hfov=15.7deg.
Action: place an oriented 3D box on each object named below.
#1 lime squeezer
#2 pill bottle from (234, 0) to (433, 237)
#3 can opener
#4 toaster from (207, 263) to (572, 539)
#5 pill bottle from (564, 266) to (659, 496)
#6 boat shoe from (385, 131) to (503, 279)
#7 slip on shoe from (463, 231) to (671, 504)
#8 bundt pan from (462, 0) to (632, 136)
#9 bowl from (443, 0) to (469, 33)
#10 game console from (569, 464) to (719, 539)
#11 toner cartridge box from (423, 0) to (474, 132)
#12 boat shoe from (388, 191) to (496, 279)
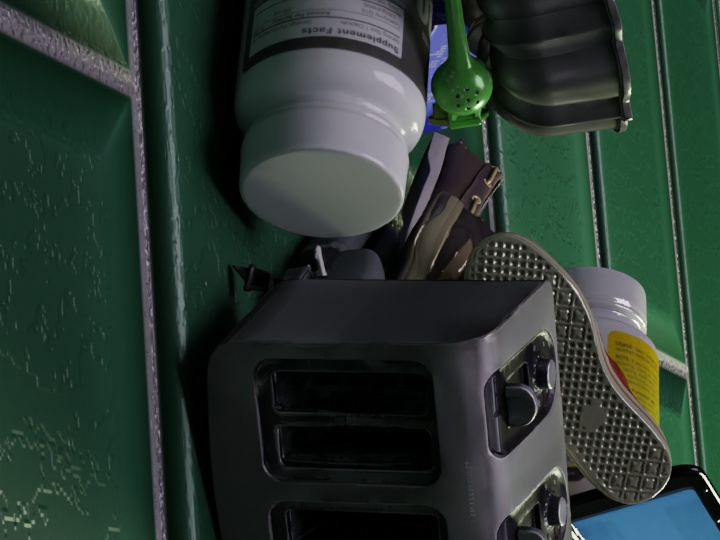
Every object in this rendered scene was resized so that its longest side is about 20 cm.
[{"bbox_3d":[0.052,-0.113,1.548,0.071,0.038,0.200,61,-11,21],"label":"lime squeezer"},{"bbox_3d":[-0.015,-0.127,1.540,0.114,0.113,0.201,56,32,-52],"label":"pill bottle"},{"bbox_3d":[0.000,0.000,1.605,0.200,0.067,0.054,-55,134,-63],"label":"can opener"},{"bbox_3d":[0.012,0.099,1.441,0.119,0.199,0.182,-42,130,-65],"label":"toaster"},{"bbox_3d":[0.172,0.106,1.991,0.114,0.114,0.201,54,34,-54],"label":"pill bottle"},{"bbox_3d":[0.055,-0.020,1.752,0.200,0.059,0.072,-73,-175,-55],"label":"boat shoe"},{"bbox_3d":[0.126,0.059,1.629,0.200,0.074,0.061,54,5,-20],"label":"slip on shoe"},{"bbox_3d":[0.097,-0.171,1.566,0.202,0.075,0.203,165,-90,-87],"label":"bundt pan"},{"bbox_3d":[0.087,-0.212,1.748,0.201,0.039,0.201,50,21,-28],"label":"bowl"},{"bbox_3d":[0.189,0.241,1.909,0.176,0.116,0.200,-66,150,-18],"label":"game console"},{"bbox_3d":[0.039,-0.138,1.735,0.095,0.043,0.200,-57,169,15],"label":"toner cartridge box"},{"bbox_3d":[0.041,0.042,1.616,0.201,0.073,0.075,-65,-178,-27],"label":"boat shoe"}]
